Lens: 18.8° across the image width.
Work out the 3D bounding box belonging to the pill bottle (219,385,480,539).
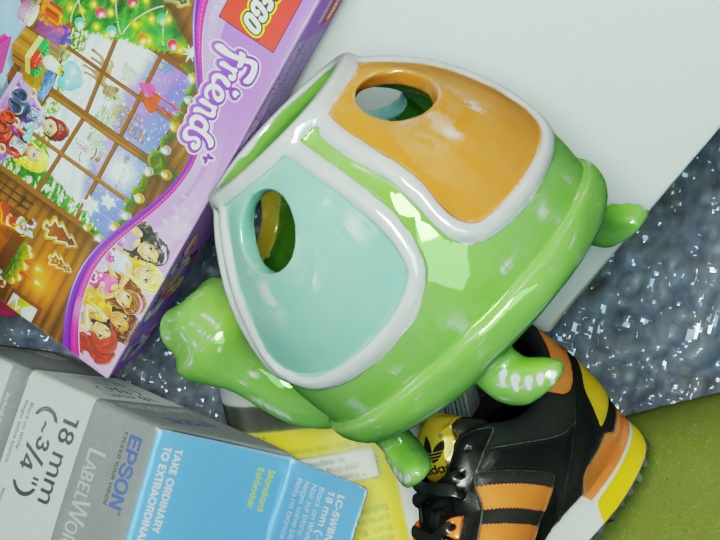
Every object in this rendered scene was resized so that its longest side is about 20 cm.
[{"bbox_3d":[0.012,0.128,0.980,0.114,0.114,0.200,-13,95,-4],"label":"pill bottle"}]

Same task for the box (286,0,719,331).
[{"bbox_3d":[0.064,-0.120,0.922,0.199,0.131,0.200,34,121,-7],"label":"box"}]

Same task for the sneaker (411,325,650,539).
[{"bbox_3d":[0.041,0.107,0.893,0.090,0.070,0.200,52,53,-19],"label":"sneaker"}]

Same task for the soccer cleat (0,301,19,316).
[{"bbox_3d":[-0.145,-0.079,0.981,0.070,0.086,0.200,2,117,-29],"label":"soccer cleat"}]

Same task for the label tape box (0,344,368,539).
[{"bbox_3d":[-0.109,0.126,0.936,0.200,0.063,0.144,18,93,38],"label":"label tape box"}]

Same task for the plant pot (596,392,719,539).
[{"bbox_3d":[0.204,0.122,0.979,0.200,0.187,0.187,5,94,10],"label":"plant pot"}]

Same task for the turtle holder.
[{"bbox_3d":[0.007,-0.009,0.854,0.132,0.185,0.141,42,70,-11],"label":"turtle holder"}]

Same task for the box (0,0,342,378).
[{"bbox_3d":[-0.108,-0.074,0.890,0.137,0.039,0.200,35,116,7],"label":"box"}]
